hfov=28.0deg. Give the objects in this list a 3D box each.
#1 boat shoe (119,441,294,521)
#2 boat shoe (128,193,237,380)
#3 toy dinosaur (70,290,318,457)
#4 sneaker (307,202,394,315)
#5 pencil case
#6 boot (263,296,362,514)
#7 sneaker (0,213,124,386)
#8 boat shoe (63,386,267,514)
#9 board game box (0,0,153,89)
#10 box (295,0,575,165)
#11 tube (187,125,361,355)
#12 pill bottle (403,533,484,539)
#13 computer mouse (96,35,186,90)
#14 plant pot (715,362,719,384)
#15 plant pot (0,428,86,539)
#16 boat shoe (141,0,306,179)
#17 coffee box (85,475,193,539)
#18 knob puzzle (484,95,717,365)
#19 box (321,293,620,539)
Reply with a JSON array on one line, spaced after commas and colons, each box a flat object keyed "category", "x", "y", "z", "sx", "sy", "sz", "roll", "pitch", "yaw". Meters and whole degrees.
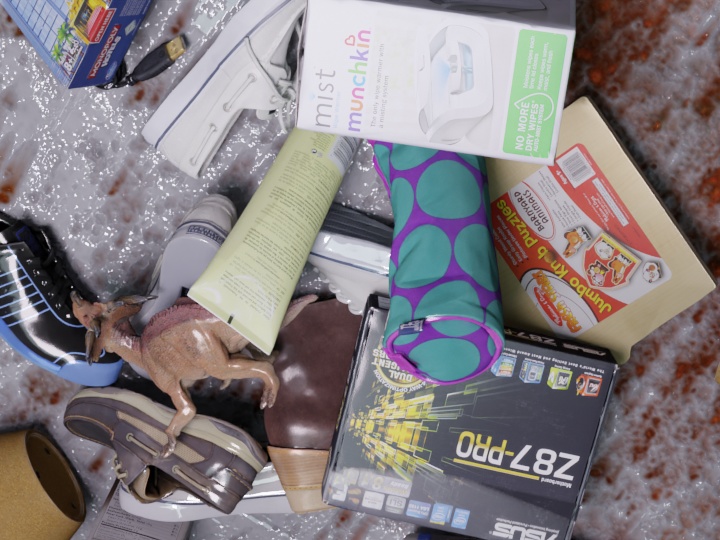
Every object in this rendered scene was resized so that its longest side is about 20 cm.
[{"category": "boat shoe", "x": -0.108, "y": 0.169, "z": 1.224, "sx": 0.198, "sy": 0.072, "sz": 0.066, "roll": -2, "pitch": 106, "yaw": 8}, {"category": "boat shoe", "x": -0.140, "y": 0.015, "z": 1.170, "sx": 0.070, "sy": 0.070, "sz": 0.201, "roll": 21, "pitch": 137, "yaw": -2}, {"category": "toy dinosaur", "x": -0.135, "y": 0.050, "z": 1.097, "sx": 0.199, "sy": 0.086, "sz": 0.136, "roll": -25, "pitch": 115, "yaw": 30}, {"category": "sneaker", "x": 0.000, "y": 0.000, "z": 1.138, "sx": 0.198, "sy": 0.073, "sz": 0.071, "roll": 20, "pitch": 113, "yaw": 8}, {"category": "pencil case", "x": 0.053, "y": -0.023, "z": 1.059, "sx": 0.092, "sy": 0.201, "sz": 0.085, "roll": -12, "pitch": 146, "yaw": 16}, {"category": "boot", "x": 0.017, "y": 0.100, "z": 1.177, "sx": 0.198, "sy": 0.072, "sz": 0.168, "roll": -9, "pitch": 91, "yaw": -13}, {"category": "sneaker", "x": -0.270, "y": 0.013, "z": 1.186, "sx": 0.199, "sy": 0.070, "sz": 0.078, "roll": 36, "pitch": 118, "yaw": -1}, {"category": "boat shoe", "x": -0.172, "y": 0.148, "z": 1.179, "sx": 0.199, "sy": 0.074, "sz": 0.075, "roll": 9, "pitch": 153, "yaw": 33}, {"category": "board game box", "x": -0.225, "y": -0.273, "z": 1.048, "sx": 0.199, "sy": 0.062, "sz": 0.201, "roll": 39, "pitch": 115, "yaw": 13}, {"category": "box", "x": 0.058, "y": -0.151, "z": 1.010, "sx": 0.175, "sy": 0.200, "sz": 0.098, "roll": 9, "pitch": 111, "yaw": 6}, {"category": "tube", "x": -0.058, "y": -0.041, "z": 1.077, "sx": 0.058, "sy": 0.201, "sz": 0.052, "roll": 16, "pitch": 151, "yaw": 15}, {"category": "pill bottle", "x": 0.131, "y": 0.283, "z": 1.205, "sx": 0.198, "sy": 0.114, "sz": 0.115, "roll": 3, "pitch": 111, "yaw": 7}, {"category": "computer mouse", "x": -0.171, "y": -0.227, "z": 1.098, "sx": 0.199, "sy": 0.046, "sz": 0.141, "roll": -36, "pitch": 100, "yaw": 19}, {"category": "plant pot", "x": 0.372, "y": 0.071, "z": 1.061, "sx": 0.199, "sy": 0.186, "sz": 0.188, "roll": 21, "pitch": 113, "yaw": 15}, {"category": "plant pot", "x": -0.342, "y": 0.228, "z": 1.236, "sx": 0.199, "sy": 0.186, "sz": 0.187, "roll": -31, "pitch": 103, "yaw": 5}, {"category": "boat shoe", "x": -0.078, "y": -0.142, "z": 1.097, "sx": 0.086, "sy": 0.075, "sz": 0.202, "roll": 44, "pitch": 113, "yaw": -2}, {"category": "coffee box", "x": -0.202, "y": 0.276, "z": 1.207, "sx": 0.079, "sy": 0.200, "sz": 0.114, "roll": 15, "pitch": 111, "yaw": -1}, {"category": "knob puzzle", "x": 0.152, "y": -0.012, "z": 1.135, "sx": 0.218, "sy": 0.030, "sz": 0.222, "roll": 7, "pitch": 110, "yaw": 21}, {"category": "box", "x": 0.082, "y": 0.119, "z": 1.114, "sx": 0.198, "sy": 0.049, "sz": 0.163, "roll": 14, "pitch": 104, "yaw": -5}]
